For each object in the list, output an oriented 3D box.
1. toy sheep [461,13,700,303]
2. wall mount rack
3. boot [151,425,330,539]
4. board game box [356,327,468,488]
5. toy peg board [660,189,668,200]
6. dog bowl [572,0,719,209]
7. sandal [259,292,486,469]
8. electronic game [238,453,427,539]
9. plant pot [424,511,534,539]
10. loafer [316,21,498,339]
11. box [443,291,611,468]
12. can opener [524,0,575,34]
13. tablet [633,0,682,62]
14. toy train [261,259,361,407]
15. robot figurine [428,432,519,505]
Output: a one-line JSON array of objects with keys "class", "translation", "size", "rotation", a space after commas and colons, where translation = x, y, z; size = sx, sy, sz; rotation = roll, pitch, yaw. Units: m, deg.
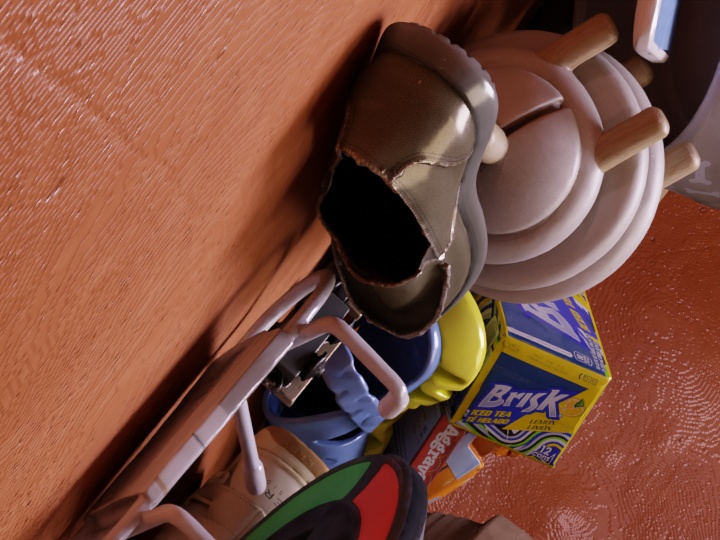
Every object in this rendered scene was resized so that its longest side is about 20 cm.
[{"class": "toy sheep", "translation": [0.078, -0.050, 1.116], "size": [0.138, 0.138, 0.200], "rotation": [-55, 158, 2]}, {"class": "wall mount rack", "translation": [-0.065, 0.096, 1.063], "size": [0.200, 0.075, 0.174], "rotation": [-49, -170, -30]}, {"class": "boot", "translation": [-0.093, 0.174, 1.239], "size": [0.155, 0.073, 0.200], "rotation": [-46, 176, -29]}, {"class": "board game box", "translation": [0.019, 0.073, 1.387], "size": [0.103, 0.019, 0.200], "rotation": [-57, -162, 22]}, {"class": "toy peg board", "translation": [0.264, -0.135, 1.377], "size": [0.199, 0.098, 0.200], "rotation": [-50, 169, -27]}, {"class": "dog bowl", "translation": [0.169, -0.132, 1.210], "size": [0.200, 0.058, 0.202], "rotation": [-175, -90, -68]}, {"class": "sandal", "translation": [-0.018, 0.068, 1.294], "size": [0.087, 0.080, 0.200], "rotation": [-3, 146, -35]}, {"class": "electronic game", "translation": [-0.046, 0.157, 1.044], "size": [0.200, 0.042, 0.200], "rotation": [-43, -167, 13]}, {"class": "plant pot", "translation": [-0.009, 0.184, 1.177], "size": [0.201, 0.092, 0.201], "rotation": [-51, 171, -12]}, {"class": "loafer", "translation": [0.008, -0.025, 1.012], "size": [0.070, 0.075, 0.200], "rotation": [-50, 162, -23]}, {"class": "box", "translation": [0.080, 0.020, 1.350], "size": [0.065, 0.070, 0.200], "rotation": [-59, -162, 24]}, {"class": "can opener", "translation": [0.101, -0.111, 1.315], "size": [0.063, 0.079, 0.201], "rotation": [27, 96, -44]}, {"class": "tablet", "translation": [0.150, -0.195, 1.091], "size": [0.130, 0.014, 0.202], "rotation": [-10, 112, -79]}, {"class": "toy train", "translation": [0.000, 0.000, 1.211], "size": [0.200, 0.034, 0.046], "rotation": [-50, -176, -42]}, {"class": "robot figurine", "translation": [0.022, 0.111, 1.473], "size": [0.199, 0.058, 0.145], "rotation": [-31, -165, 24]}]
